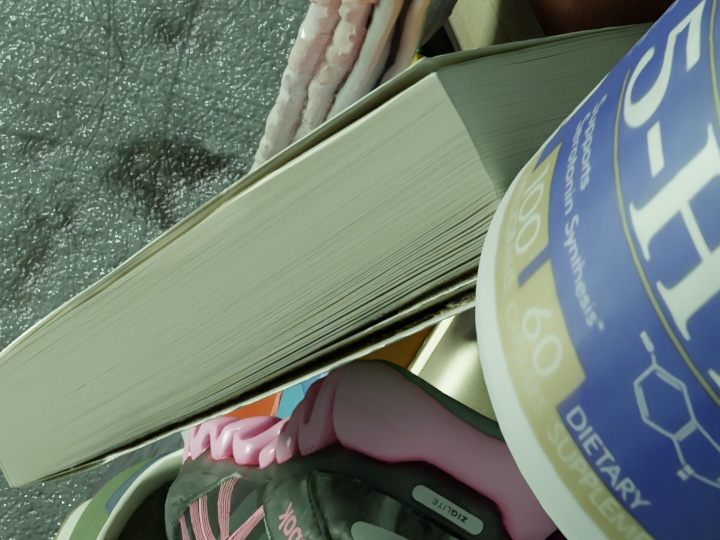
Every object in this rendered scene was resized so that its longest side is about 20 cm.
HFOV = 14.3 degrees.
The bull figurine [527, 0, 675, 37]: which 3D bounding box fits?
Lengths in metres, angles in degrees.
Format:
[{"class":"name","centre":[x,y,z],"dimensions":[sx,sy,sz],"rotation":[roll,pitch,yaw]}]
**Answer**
[{"class":"bull figurine","centre":[0.094,-0.068,0.900],"dimensions":[0.200,0.121,0.065],"rotation":[-53,6,23]}]

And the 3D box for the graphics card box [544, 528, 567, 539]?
[{"class":"graphics card box","centre":[0.033,0.114,0.709],"dimensions":[0.200,0.051,0.125],"rotation":[-56,5,-28]}]

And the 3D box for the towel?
[{"class":"towel","centre":[0.039,-0.120,0.765],"dimensions":[0.192,0.032,0.200],"rotation":[-58,-2,-22]}]

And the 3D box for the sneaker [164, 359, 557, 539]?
[{"class":"sneaker","centre":[-0.015,0.086,0.706],"dimensions":[0.200,0.079,0.096],"rotation":[136,157,-71]}]

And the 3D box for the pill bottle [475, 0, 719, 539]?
[{"class":"pill bottle","centre":[0.114,-0.024,0.481],"dimensions":[0.200,0.119,0.120],"rotation":[-49,8,50]}]

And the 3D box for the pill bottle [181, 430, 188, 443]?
[{"class":"pill bottle","centre":[0.008,0.009,1.128],"dimensions":[0.113,0.112,0.200],"rotation":[-60,0,-44]}]

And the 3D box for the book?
[{"class":"book","centre":[0.009,-0.009,0.673],"dimensions":[0.133,0.048,0.200],"rotation":[-28,-2,25]}]

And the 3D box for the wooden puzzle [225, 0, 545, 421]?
[{"class":"wooden puzzle","centre":[0.000,0.000,0.865],"dimensions":[0.186,0.037,0.200],"rotation":[-58,26,20]}]

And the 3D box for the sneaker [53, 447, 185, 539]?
[{"class":"sneaker","centre":[-0.083,0.141,0.938],"dimensions":[0.090,0.067,0.201],"rotation":[-41,26,48]}]
